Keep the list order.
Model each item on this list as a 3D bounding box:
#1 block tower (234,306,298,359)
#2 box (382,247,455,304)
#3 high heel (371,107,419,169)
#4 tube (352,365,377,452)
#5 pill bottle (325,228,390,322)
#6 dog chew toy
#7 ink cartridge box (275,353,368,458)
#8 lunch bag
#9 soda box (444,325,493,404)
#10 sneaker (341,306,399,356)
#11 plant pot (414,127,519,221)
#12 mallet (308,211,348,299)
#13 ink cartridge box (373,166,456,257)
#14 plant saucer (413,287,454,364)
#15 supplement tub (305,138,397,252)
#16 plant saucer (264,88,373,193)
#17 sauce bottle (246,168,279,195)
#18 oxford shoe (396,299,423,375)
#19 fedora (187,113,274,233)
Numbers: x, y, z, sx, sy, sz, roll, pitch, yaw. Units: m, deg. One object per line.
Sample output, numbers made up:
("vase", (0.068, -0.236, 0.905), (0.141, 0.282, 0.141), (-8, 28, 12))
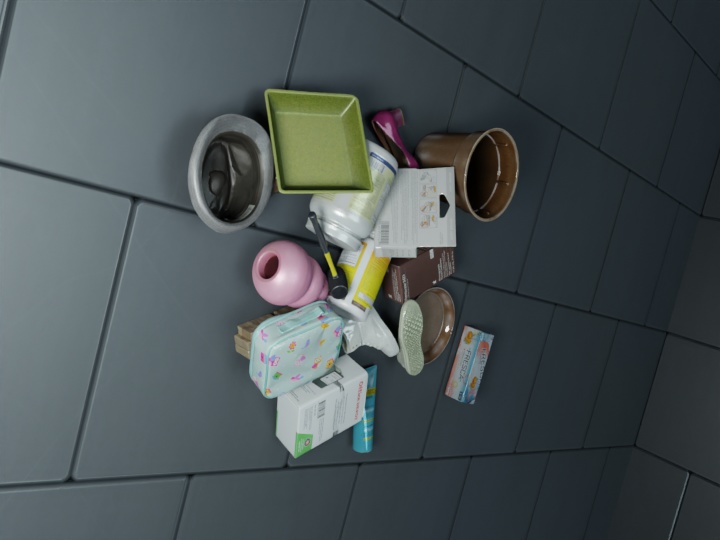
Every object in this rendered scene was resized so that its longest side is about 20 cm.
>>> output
("block tower", (-0.164, 0.118, 1.369), (0.197, 0.057, 0.056), (-22, 118, -38))
("box", (0.143, -0.010, 1.607), (0.197, 0.074, 0.103), (-27, 121, -32))
("high heel", (0.072, -0.254, 1.467), (0.095, 0.066, 0.206), (-29, 107, -44))
("tube", (0.009, 0.337, 1.610), (0.076, 0.049, 0.207), (-8, 103, -48))
("pill bottle", (0.000, 0.000, 1.442), (0.109, 0.107, 0.205), (36, 72, -43))
("dog chew toy", (-0.130, 0.018, 1.330), (0.199, 0.122, 0.128), (30, 82, -57))
("ink cartridge box", (-0.085, 0.297, 1.460), (0.196, 0.083, 0.150), (-20, 130, -38))
("lunch bag", (-0.126, 0.150, 1.318), (0.196, 0.077, 0.165), (-21, 133, -36))
("soda box", (0.305, 0.263, 1.841), (0.063, 0.067, 0.206), (16, 90, -44))
("sneaker", (0.007, 0.158, 1.538), (0.116, 0.073, 0.202), (-46, 122, -17))
("plant pot", (0.234, -0.234, 1.536), (0.196, 0.196, 0.207), (-14, 112, -38))
("mallet", (-0.067, -0.038, 1.313), (0.040, 0.067, 0.204), (-17, 123, 2))
("ink cartridge box", (0.117, -0.126, 1.408), (0.045, 0.170, 0.206), (79, 13, -61))
("plant saucer", (0.169, 0.141, 1.703), (0.196, 0.034, 0.207), (-14, 111, -40))
("supplement tub", (-0.020, -0.158, 1.357), (0.144, 0.143, 0.205), (29, 83, -43))
("plant saucer", (-0.084, -0.234, 1.247), (0.194, 0.048, 0.207), (-3, 76, -27))
("sauce bottle", (-0.146, -0.198, 1.283), (0.201, 0.064, 0.065), (-50, 130, -21))
("oxford shoe", (0.114, 0.160, 1.595), (0.074, 0.057, 0.206), (-23, 123, -28))
("fedora", (-0.245, -0.171, 1.179), (0.173, 0.089, 0.208), (-1, 97, -44))
